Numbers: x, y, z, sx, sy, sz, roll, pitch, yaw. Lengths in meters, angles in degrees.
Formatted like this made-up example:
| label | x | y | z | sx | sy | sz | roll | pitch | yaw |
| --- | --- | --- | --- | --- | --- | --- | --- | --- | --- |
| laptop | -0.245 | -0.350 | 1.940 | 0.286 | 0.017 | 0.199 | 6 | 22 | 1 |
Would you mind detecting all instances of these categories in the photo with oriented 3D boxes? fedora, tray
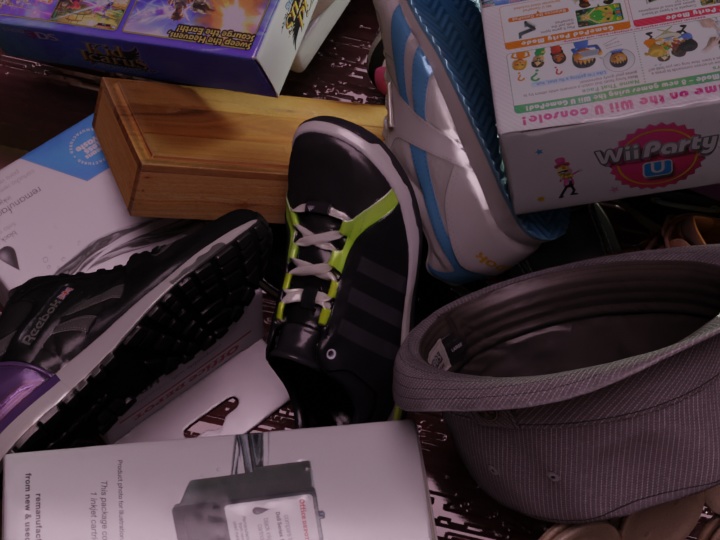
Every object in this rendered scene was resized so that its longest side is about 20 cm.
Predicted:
| label | x | y | z | sx | sy | sz | roll | pitch | yaw |
| --- | --- | --- | --- | --- | --- | --- | --- | --- | --- |
| fedora | 0.112 | 0.057 | 0.618 | 0.199 | 0.091 | 0.177 | -8 | 16 | 37 |
| tray | -0.048 | -0.068 | 0.782 | 0.199 | 0.037 | 0.099 | 1 | 34 | -27 |

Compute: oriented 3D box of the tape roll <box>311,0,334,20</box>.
| label | x | y | z | sx | sy | sz | roll | pitch | yaw |
| --- | --- | --- | --- | --- | --- | --- | --- | --- | --- |
| tape roll | -0.087 | -0.232 | 0.868 | 0.201 | 0.037 | 0.204 | -7 | 63 | 14 |

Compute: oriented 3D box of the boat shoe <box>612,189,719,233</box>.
| label | x | y | z | sx | sy | sz | roll | pitch | yaw |
| --- | --- | --- | --- | --- | --- | --- | --- | --- | --- |
| boat shoe | 0.161 | -0.081 | 0.844 | 0.199 | 0.063 | 0.073 | 31 | 67 | 14 |

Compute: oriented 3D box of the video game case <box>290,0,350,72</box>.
| label | x | y | z | sx | sy | sz | roll | pitch | yaw |
| --- | --- | --- | --- | --- | --- | --- | --- | --- | --- |
| video game case | -0.062 | -0.242 | 0.899 | 0.181 | 0.023 | 0.201 | 24 | 73 | 26 |

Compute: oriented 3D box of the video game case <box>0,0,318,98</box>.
| label | x | y | z | sx | sy | sz | roll | pitch | yaw |
| --- | --- | --- | --- | --- | --- | --- | --- | --- | --- |
| video game case | -0.111 | -0.204 | 0.814 | 0.199 | 0.045 | 0.182 | 12 | 67 | 23 |

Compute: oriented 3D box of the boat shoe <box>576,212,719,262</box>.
| label | x | y | z | sx | sy | sz | roll | pitch | yaw |
| --- | --- | --- | --- | --- | --- | --- | --- | --- | --- |
| boat shoe | 0.175 | -0.001 | 0.708 | 0.199 | 0.068 | 0.072 | -8 | 33 | 22 |

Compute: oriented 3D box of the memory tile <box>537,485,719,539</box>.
| label | x | y | z | sx | sy | sz | roll | pitch | yaw |
| --- | --- | --- | --- | --- | --- | --- | --- | --- | --- |
| memory tile | 0.127 | 0.166 | 0.665 | 0.199 | 0.154 | 0.017 | -23 | 38 | -17 |

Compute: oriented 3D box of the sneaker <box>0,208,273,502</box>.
| label | x | y | z | sx | sy | sz | roll | pitch | yaw |
| --- | --- | --- | --- | --- | --- | --- | --- | --- | --- |
| sneaker | -0.138 | 0.020 | 0.693 | 0.087 | 0.076 | 0.200 | 40 | 68 | 23 |

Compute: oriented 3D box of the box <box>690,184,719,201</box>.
| label | x | y | z | sx | sy | sz | roll | pitch | yaw |
| --- | --- | --- | --- | --- | --- | --- | --- | --- | --- |
| box | 0.252 | -0.126 | 0.756 | 0.199 | 0.097 | 0.176 | 25 | 62 | 29 |

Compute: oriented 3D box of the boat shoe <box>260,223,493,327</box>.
| label | x | y | z | sx | sy | sz | roll | pitch | yaw |
| --- | --- | --- | --- | --- | --- | --- | --- | --- | --- |
| boat shoe | 0.001 | -0.002 | 0.795 | 0.201 | 0.063 | 0.074 | 31 | 66 | 15 |

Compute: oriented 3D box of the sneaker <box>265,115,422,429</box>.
| label | x | y | z | sx | sy | sz | roll | pitch | yaw |
| --- | --- | --- | --- | --- | --- | --- | --- | --- | --- |
| sneaker | -0.012 | 0.021 | 0.711 | 0.071 | 0.201 | 0.083 | 6 | 23 | 33 |

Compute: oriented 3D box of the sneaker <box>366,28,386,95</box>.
| label | x | y | z | sx | sy | sz | roll | pitch | yaw |
| --- | --- | --- | --- | --- | --- | --- | --- | --- | --- |
| sneaker | 0.040 | -0.201 | 0.902 | 0.087 | 0.074 | 0.201 | 19 | 65 | 18 |

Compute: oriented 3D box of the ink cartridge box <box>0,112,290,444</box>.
| label | x | y | z | sx | sy | sz | roll | pitch | yaw |
| --- | --- | --- | --- | --- | --- | --- | --- | --- | --- |
| ink cartridge box | -0.135 | 0.015 | 0.773 | 0.116 | 0.067 | 0.200 | -35 | 69 | -20 |

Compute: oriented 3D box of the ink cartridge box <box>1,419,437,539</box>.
| label | x | y | z | sx | sy | sz | roll | pitch | yaw |
| --- | --- | --- | --- | --- | --- | --- | --- | --- | --- |
| ink cartridge box | -0.067 | 0.144 | 0.663 | 0.199 | 0.147 | 0.084 | -4 | 62 | -7 |

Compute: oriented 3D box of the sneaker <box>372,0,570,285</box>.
| label | x | y | z | sx | sy | sz | roll | pitch | yaw |
| --- | --- | --- | --- | --- | --- | --- | --- | --- | --- |
| sneaker | 0.041 | -0.090 | 0.739 | 0.076 | 0.081 | 0.201 | 4 | 60 | -45 |

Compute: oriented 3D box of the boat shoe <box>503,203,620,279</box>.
| label | x | y | z | sx | sy | sz | roll | pitch | yaw |
| --- | --- | --- | --- | --- | --- | --- | --- | --- | --- |
| boat shoe | 0.097 | -0.051 | 0.796 | 0.072 | 0.063 | 0.201 | -28 | 79 | 8 |

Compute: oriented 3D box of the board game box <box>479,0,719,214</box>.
| label | x | y | z | sx | sy | sz | roll | pitch | yaw |
| --- | --- | --- | --- | --- | --- | --- | --- | --- | --- |
| board game box | 0.136 | -0.134 | 0.688 | 0.147 | 0.064 | 0.201 | -8 | 51 | 8 |
